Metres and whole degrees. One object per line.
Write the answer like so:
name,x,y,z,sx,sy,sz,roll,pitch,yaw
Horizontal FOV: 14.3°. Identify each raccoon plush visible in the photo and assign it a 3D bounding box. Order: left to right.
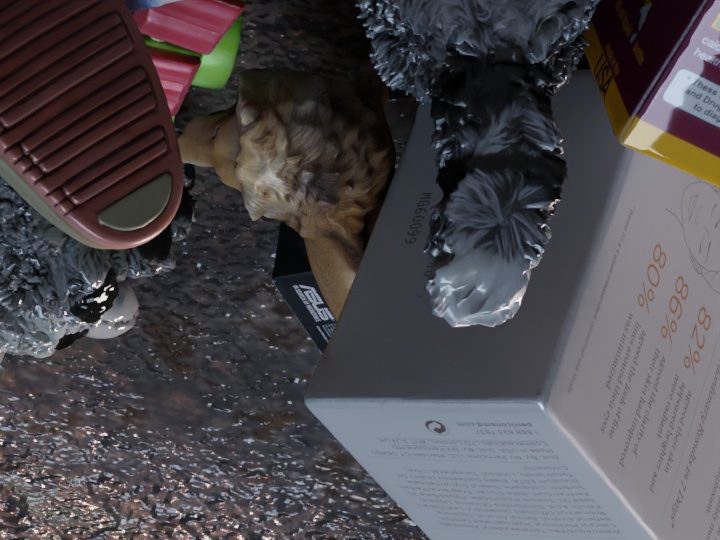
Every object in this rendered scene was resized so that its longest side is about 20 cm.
raccoon plush,-0.158,-0.046,1.184,0.134,0.097,0.200,-23,109,48
raccoon plush,0.029,-0.082,1.006,0.097,0.200,0.134,16,176,-3

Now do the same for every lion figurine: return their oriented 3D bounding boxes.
lion figurine,0.000,0.000,1.122,0.072,0.123,0.200,-24,112,10

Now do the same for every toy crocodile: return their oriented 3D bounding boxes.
toy crocodile,-0.066,-0.103,1.041,0.067,0.062,0.200,14,141,-19

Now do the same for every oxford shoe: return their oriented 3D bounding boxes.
oxford shoe,-0.133,-0.083,0.985,0.200,0.071,0.074,54,147,10

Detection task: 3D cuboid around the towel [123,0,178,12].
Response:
towel,-0.121,-0.148,0.984,0.200,0.024,0.147,-3,121,44

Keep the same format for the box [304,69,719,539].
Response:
box,0.092,0.042,1.099,0.106,0.152,0.200,-1,144,35

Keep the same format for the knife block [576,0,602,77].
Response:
knife block,0.177,-0.095,1.068,0.200,0.064,0.176,-1,142,11

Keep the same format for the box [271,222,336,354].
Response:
box,0.073,0.034,1.267,0.160,0.044,0.200,-11,139,22

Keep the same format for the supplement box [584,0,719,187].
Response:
supplement box,0.174,-0.120,0.960,0.110,0.086,0.200,23,114,-18
